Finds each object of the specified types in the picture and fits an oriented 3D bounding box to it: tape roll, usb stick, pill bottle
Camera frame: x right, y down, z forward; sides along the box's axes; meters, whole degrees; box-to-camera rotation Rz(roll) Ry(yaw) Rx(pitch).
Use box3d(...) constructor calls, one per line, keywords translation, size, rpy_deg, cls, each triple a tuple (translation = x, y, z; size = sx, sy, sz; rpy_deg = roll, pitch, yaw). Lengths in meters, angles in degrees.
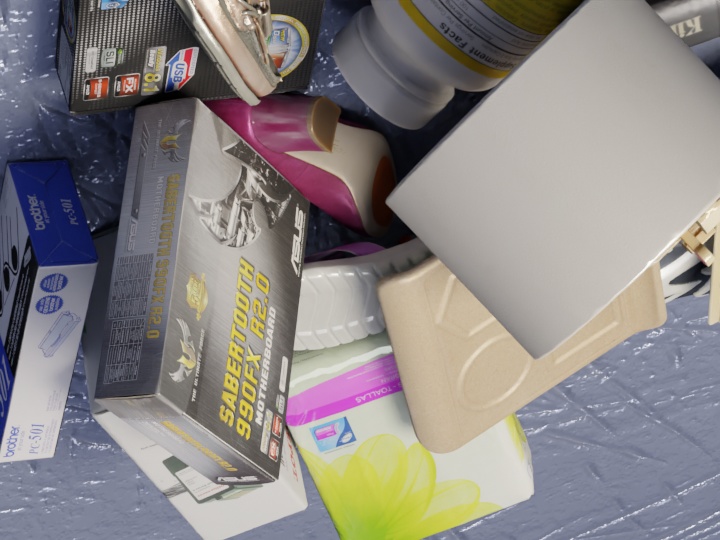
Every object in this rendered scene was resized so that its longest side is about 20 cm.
box3d(translation=(0.132, -0.063, 1.540), size=(0.203, 0.139, 0.203), rpy_deg=(-44, 180, 0), cls="tape roll")
box3d(translation=(0.201, -0.167, 1.702), size=(0.199, 0.033, 0.056), rpy_deg=(-19, 143, -3), cls="usb stick")
box3d(translation=(0.075, -0.182, 1.557), size=(0.111, 0.112, 0.200), rpy_deg=(21, 126, -41), cls="pill bottle")

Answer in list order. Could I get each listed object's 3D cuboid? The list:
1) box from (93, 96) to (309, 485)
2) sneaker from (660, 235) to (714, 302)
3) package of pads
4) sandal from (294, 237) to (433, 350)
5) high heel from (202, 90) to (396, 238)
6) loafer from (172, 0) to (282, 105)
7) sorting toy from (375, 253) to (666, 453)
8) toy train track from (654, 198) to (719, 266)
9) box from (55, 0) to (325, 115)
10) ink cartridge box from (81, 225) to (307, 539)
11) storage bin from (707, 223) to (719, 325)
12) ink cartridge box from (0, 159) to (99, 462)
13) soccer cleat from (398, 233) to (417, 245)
box3d(translation=(-0.096, 0.015, 1.581), size=(0.048, 0.201, 0.158), rpy_deg=(-6, 154, 25), cls="box")
box3d(translation=(0.211, -0.033, 1.828), size=(0.129, 0.080, 0.199), rpy_deg=(-25, 153, -10), cls="sneaker")
box3d(translation=(0.030, 0.103, 1.809), size=(0.154, 0.068, 0.201), rpy_deg=(-20, 127, 4), cls="package of pads")
box3d(translation=(0.001, 0.005, 1.712), size=(0.201, 0.050, 0.083), rpy_deg=(-12, 138, -3), cls="sandal")
box3d(translation=(-0.042, -0.073, 1.693), size=(0.095, 0.068, 0.200), rpy_deg=(7, 168, 22), cls="high heel")
box3d(translation=(-0.084, -0.172, 1.458), size=(0.063, 0.072, 0.200), rpy_deg=(-33, 139, 2), cls="loafer")
box3d(translation=(0.110, 0.018, 1.708), size=(0.199, 0.037, 0.186), rpy_deg=(-28, 138, -12), cls="sorting toy")
box3d(translation=(0.230, -0.026, 1.650), size=(0.115, 0.033, 0.200), rpy_deg=(-44, 175, 1), cls="toy train track")
box3d(translation=(-0.098, -0.186, 1.522), size=(0.159, 0.044, 0.201), rpy_deg=(-7, 140, -18), cls="box")
box3d(translation=(-0.118, 0.076, 1.740), size=(0.084, 0.147, 0.200), rpy_deg=(-20, 144, 10), cls="ink cartridge box")
box3d(translation=(0.344, -0.058, 1.780), size=(0.200, 0.094, 0.199), rpy_deg=(-43, 151, -26), cls="storage bin")
box3d(translation=(-0.220, 0.030, 1.681), size=(0.044, 0.094, 0.201), rpy_deg=(-4, 139, -21), cls="ink cartridge box")
box3d(translation=(0.036, 0.056, 1.855), size=(0.077, 0.069, 0.200), rpy_deg=(16, 127, -16), cls="soccer cleat")
